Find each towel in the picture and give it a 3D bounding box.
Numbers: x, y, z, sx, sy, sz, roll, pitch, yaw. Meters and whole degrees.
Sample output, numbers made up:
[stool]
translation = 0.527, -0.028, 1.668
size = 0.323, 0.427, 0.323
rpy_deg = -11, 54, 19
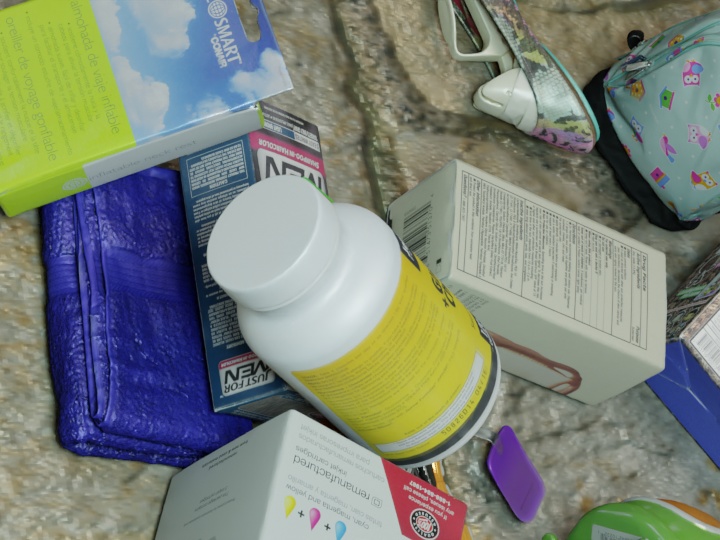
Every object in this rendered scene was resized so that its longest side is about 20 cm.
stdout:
[towel]
translation = -0.134, 0.025, 1.567
size = 0.147, 0.049, 0.201
rpy_deg = 9, 63, -35

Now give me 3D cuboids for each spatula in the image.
[spatula]
translation = 0.063, 0.098, 1.710
size = 0.200, 0.021, 0.057
rpy_deg = 45, 36, -10

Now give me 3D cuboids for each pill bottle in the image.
[pill bottle]
translation = -0.006, 0.029, 1.480
size = 0.200, 0.111, 0.113
rpy_deg = 45, 43, -43

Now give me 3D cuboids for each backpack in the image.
[backpack]
translation = 0.279, -0.123, 1.874
size = 0.167, 0.200, 0.127
rpy_deg = 53, 47, -6

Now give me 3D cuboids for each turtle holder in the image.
[turtle holder]
translation = 0.213, 0.248, 1.679
size = 0.131, 0.141, 0.187
rpy_deg = -6, 71, -42

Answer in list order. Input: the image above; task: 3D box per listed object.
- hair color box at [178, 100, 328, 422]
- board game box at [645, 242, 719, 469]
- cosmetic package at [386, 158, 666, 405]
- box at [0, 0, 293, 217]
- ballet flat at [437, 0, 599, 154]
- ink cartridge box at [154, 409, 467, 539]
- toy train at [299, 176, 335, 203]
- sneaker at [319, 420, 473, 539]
[hair color box]
translation = -0.060, -0.005, 1.588
size = 0.100, 0.060, 0.201
rpy_deg = 18, 59, -58
[board game box]
translation = 0.329, 0.048, 1.857
size = 0.200, 0.097, 0.160
rpy_deg = -44, 100, -21
[cosmetic package]
translation = 0.119, 0.012, 1.754
size = 0.199, 0.087, 0.104
rpy_deg = 24, 54, -28
[box]
translation = -0.152, -0.126, 1.546
size = 0.199, 0.048, 0.123
rpy_deg = -19, 73, -3
[ballet flat]
translation = 0.105, -0.166, 1.854
size = 0.071, 0.069, 0.201
rpy_deg = -25, 82, -25
[ink cartridge box]
translation = -0.046, 0.219, 1.478
size = 0.145, 0.144, 0.201
rpy_deg = 30, 54, -25
[toy train]
translation = 0.000, 0.000, 1.594
size = 0.200, 0.042, 0.057
rpy_deg = 41, 29, -52
[sneaker]
translation = 0.021, 0.162, 1.618
size = 0.077, 0.078, 0.201
rpy_deg = -9, 71, -27
